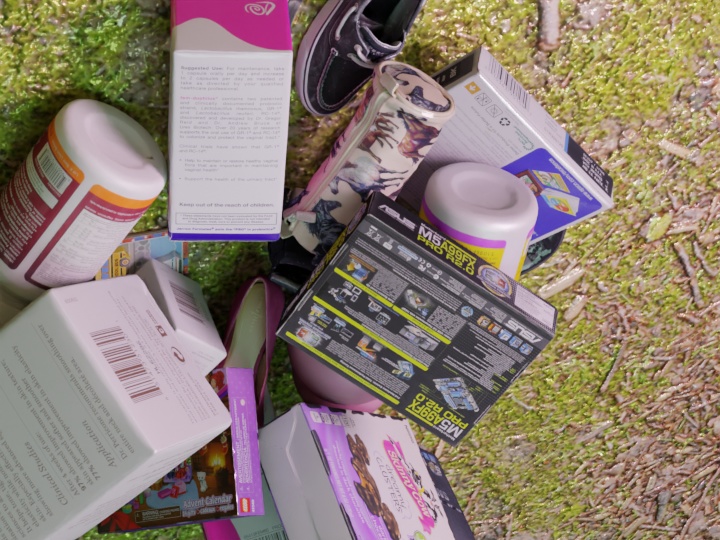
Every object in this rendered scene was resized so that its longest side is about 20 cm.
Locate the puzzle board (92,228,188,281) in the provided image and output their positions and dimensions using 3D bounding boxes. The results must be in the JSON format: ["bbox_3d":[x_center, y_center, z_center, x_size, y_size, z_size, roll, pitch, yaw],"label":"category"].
[{"bbox_3d":[-0.237,0.047,1.637,0.149,0.017,0.201,-10,135,-16],"label":"puzzle board"}]

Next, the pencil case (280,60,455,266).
[{"bbox_3d":[0.004,-0.095,1.486,0.089,0.078,0.201,-13,147,-47],"label":"pencil case"}]

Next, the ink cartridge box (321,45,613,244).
[{"bbox_3d":[0.100,-0.093,1.582,0.199,0.044,0.198,-27,125,36],"label":"ink cartridge box"}]

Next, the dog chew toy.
[{"bbox_3d":[-0.015,0.092,1.706,0.123,0.126,0.200,-13,155,-12],"label":"dog chew toy"}]

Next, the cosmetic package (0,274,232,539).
[{"bbox_3d":[-0.255,0.130,1.470,0.199,0.168,0.166,-36,173,18],"label":"cosmetic package"}]

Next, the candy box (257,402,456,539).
[{"bbox_3d":[0.000,0.224,1.644,0.071,0.169,0.199,-33,156,23],"label":"candy box"}]

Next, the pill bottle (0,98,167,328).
[{"bbox_3d":[-0.262,-0.042,1.470,0.109,0.110,0.200,20,124,-37],"label":"pill bottle"}]

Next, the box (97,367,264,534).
[{"bbox_3d":[-0.179,0.175,1.627,0.199,0.138,0.039,-14,167,39],"label":"box"}]

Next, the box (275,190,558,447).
[{"bbox_3d":[0.049,0.045,1.497,0.199,0.044,0.161,32,123,-9],"label":"box"}]

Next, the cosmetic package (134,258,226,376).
[{"bbox_3d":[-0.227,0.098,1.605,0.200,0.102,0.071,-42,135,17],"label":"cosmetic package"}]

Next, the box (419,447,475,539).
[{"bbox_3d":[0.031,0.243,1.843,0.199,0.158,0.051,28,117,-39],"label":"box"}]

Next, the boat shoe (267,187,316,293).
[{"bbox_3d":[0.000,0.000,1.606,0.198,0.093,0.075,19,139,-15],"label":"boat shoe"}]

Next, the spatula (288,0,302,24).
[{"bbox_3d":[-0.065,-0.210,1.466,0.056,0.021,0.201,9,130,-15],"label":"spatula"}]

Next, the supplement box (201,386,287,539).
[{"bbox_3d":[-0.116,0.222,1.700,0.100,0.202,0.103,-16,163,-8],"label":"supplement box"}]

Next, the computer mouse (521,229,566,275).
[{"bbox_3d":[0.111,-0.024,1.703,0.199,0.053,0.139,-29,122,11],"label":"computer mouse"}]

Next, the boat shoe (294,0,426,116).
[{"bbox_3d":[0.008,-0.206,1.469,0.071,0.068,0.201,14,124,-34],"label":"boat shoe"}]

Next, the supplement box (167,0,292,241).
[{"bbox_3d":[-0.114,-0.133,1.448,0.102,0.102,0.201,0,133,-6],"label":"supplement box"}]

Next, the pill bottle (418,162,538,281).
[{"bbox_3d":[0.091,0.010,1.555,0.103,0.105,0.202,-2,127,-22],"label":"pill bottle"}]

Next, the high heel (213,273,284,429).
[{"bbox_3d":[-0.116,0.103,1.624,0.067,0.202,0.096,20,168,9],"label":"high heel"}]
